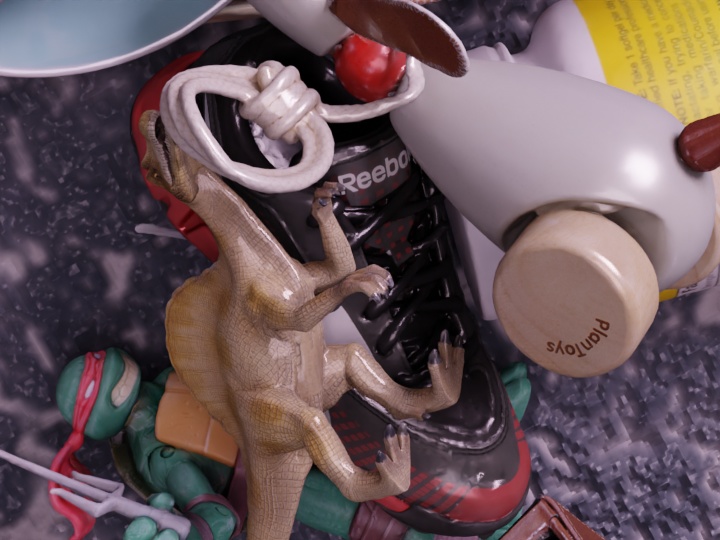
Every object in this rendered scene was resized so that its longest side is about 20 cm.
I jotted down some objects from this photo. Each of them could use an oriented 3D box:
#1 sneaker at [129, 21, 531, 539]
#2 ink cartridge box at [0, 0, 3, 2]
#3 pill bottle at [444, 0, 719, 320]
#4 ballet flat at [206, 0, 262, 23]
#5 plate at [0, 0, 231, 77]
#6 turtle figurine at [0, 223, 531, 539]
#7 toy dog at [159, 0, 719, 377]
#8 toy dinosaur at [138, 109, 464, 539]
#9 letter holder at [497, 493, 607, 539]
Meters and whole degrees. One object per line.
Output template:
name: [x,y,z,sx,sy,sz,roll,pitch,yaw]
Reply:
sneaker: [0.000,0.000,0.750,0.071,0.098,0.201,-31,85,-33]
ink cartridge box: [-0.098,-0.149,0.701,0.199,0.037,0.095,-27,112,0]
pill bottle: [0.127,-0.053,0.794,0.198,0.114,0.115,-15,103,0]
ballet flat: [-0.091,-0.110,0.794,0.198,0.070,0.070,-2,103,2]
plate: [-0.108,-0.164,0.725,0.198,0.026,0.202,-3,107,-9]
turtle figurine: [-0.039,0.054,0.819,0.198,0.101,0.151,16,65,-10]
toy dog: [0.047,-0.061,0.679,0.199,0.132,0.096,30,129,-14]
toy dinosaur: [-0.022,0.040,0.717,0.100,0.058,0.202,4,110,31]
letter holder: [0.114,0.194,0.791,0.101,0.142,0.200,-45,136,7]
